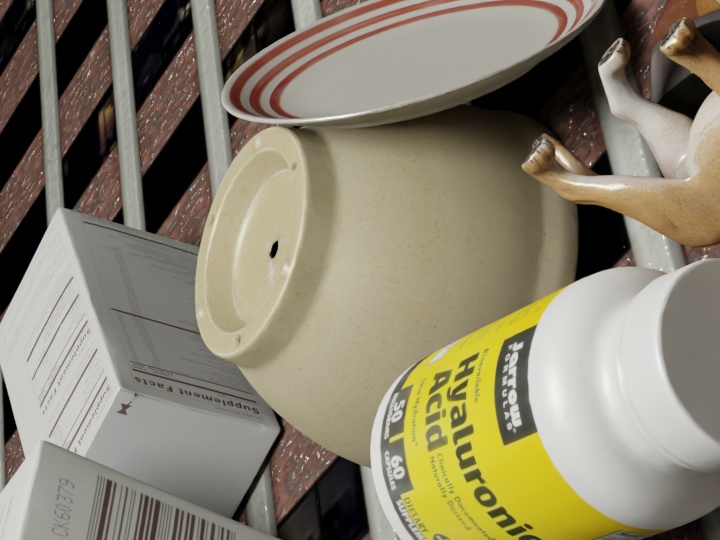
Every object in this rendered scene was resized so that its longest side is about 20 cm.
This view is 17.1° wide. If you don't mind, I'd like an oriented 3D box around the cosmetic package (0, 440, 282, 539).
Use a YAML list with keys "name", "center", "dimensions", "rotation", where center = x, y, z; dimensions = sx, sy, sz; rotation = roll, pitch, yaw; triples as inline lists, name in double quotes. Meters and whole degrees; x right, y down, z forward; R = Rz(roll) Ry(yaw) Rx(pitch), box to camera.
- name: "cosmetic package"
  center: [-0.159, 0.236, 1.330]
  dimensions: [0.200, 0.165, 0.165]
  rotation: [-53, 21, 38]

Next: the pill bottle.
- name: "pill bottle"
  center: [0.098, 0.062, 1.016]
  dimensions: [0.200, 0.111, 0.111]
  rotation: [-31, 50, 54]

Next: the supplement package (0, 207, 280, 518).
- name: "supplement package"
  center: [-0.142, 0.069, 1.472]
  dimensions: [0.110, 0.114, 0.200]
  rotation: [-61, 29, 23]

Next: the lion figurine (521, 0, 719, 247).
- name: "lion figurine"
  center: [0.158, -0.053, 0.978]
  dimensions: [0.073, 0.122, 0.200]
  rotation: [-58, 10, -26]

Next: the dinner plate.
- name: "dinner plate"
  center: [0.028, -0.107, 1.195]
  dimensions: [0.200, 0.200, 0.024]
  rotation: [27, 136, 63]

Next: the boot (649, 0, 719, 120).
- name: "boot"
  center: [0.196, -0.175, 1.033]
  dimensions: [0.188, 0.068, 0.200]
  rotation: [136, 148, -57]

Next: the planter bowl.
- name: "planter bowl"
  center: [0.000, 0.000, 1.213]
  dimensions: [0.200, 0.135, 0.201]
  rotation: [-37, 45, 50]
